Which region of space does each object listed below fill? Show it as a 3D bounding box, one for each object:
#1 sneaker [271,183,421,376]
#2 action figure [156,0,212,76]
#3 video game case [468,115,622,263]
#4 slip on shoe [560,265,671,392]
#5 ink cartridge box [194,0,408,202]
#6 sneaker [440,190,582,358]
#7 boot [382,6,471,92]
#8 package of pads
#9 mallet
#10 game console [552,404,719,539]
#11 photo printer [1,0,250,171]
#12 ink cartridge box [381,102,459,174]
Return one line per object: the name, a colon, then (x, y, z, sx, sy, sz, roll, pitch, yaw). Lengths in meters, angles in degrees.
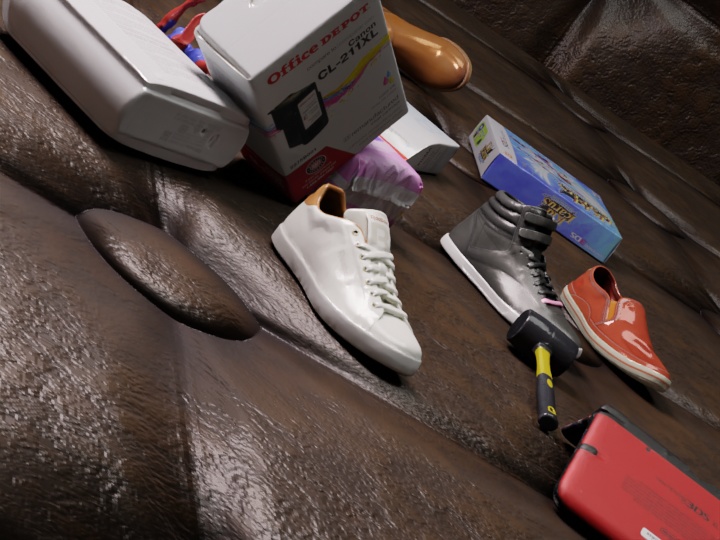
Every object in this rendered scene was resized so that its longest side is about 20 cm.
sneaker: (0.000, 0.000, 1.621, 0.073, 0.085, 0.200, 23, 21, -48)
action figure: (-0.145, -0.220, 1.860, 0.065, 0.099, 0.200, 51, -15, -15)
video game case: (0.238, -0.108, 2.588, 0.200, 0.045, 0.181, 34, 16, -13)
slip on shoe: (0.278, 0.060, 2.131, 0.074, 0.061, 0.200, 29, 18, -33)
ink cartridge box: (-0.049, -0.176, 1.770, 0.083, 0.146, 0.200, 44, -13, 28)
sneaker: (0.172, -0.004, 2.002, 0.200, 0.099, 0.071, 48, 16, 31)
boot: (0.044, -0.310, 2.713, 0.200, 0.074, 0.155, 31, 9, 28)
package of pads: (-0.041, -0.127, 1.934, 0.200, 0.076, 0.120, 46, 14, 31)
mallet: (0.175, 0.102, 1.822, 0.066, 0.041, 0.200, 35, 19, -17)
game console: (0.241, 0.216, 1.650, 0.200, 0.119, 0.172, 36, 46, 0)
photo printer: (-0.206, -0.176, 1.705, 0.200, 0.070, 0.166, 45, 15, 29)
ink cartridge box: (0.011, -0.180, 2.274, 0.160, 0.047, 0.200, 42, 13, 18)
